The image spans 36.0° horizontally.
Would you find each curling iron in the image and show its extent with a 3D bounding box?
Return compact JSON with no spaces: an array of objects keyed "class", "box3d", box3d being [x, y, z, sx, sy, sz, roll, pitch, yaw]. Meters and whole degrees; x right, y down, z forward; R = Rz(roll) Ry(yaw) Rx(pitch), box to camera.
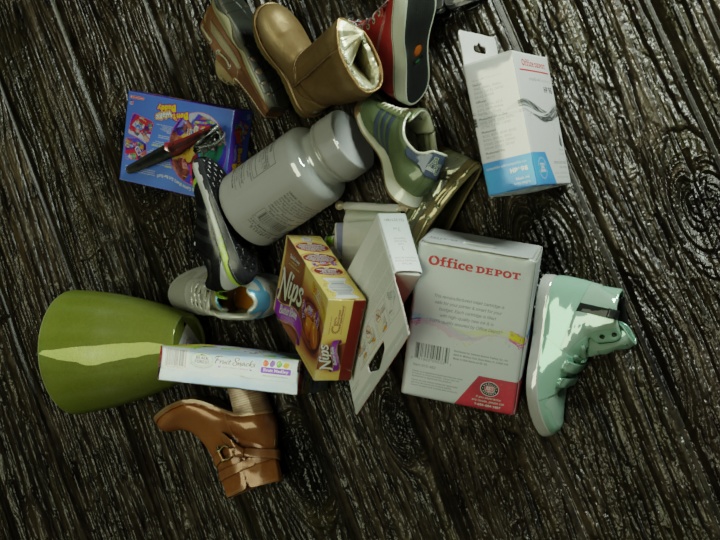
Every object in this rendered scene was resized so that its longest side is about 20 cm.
[{"class":"curling iron","box3d":[-0.270,-0.171,1.583,0.199,0.050,0.026,-11,122,38]}]

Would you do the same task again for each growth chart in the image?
[{"class":"growth chart","box3d":[0.000,0.000,1.506,0.144,0.018,0.201,12,101,34]}]

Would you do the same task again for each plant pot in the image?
[{"class":"plant pot","box3d":[-0.336,0.115,1.636,0.199,0.187,0.188,-5,93,22]}]

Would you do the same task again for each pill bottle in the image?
[{"class":"pill bottle","box3d":[-0.084,-0.127,1.490,0.200,0.114,0.115,-31,80,29]}]

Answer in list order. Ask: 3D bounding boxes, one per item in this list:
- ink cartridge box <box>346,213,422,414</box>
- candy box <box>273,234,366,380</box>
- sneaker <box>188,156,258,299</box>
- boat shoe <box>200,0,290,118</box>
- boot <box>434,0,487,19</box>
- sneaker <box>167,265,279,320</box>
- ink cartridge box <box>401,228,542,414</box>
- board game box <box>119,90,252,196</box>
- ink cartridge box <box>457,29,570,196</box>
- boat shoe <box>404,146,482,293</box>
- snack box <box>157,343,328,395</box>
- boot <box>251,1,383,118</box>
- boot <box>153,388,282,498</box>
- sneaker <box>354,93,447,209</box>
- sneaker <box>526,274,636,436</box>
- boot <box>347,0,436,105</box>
[{"class":"ink cartridge box","box3d":[0.025,0.056,1.377,0.200,0.043,0.174,119,144,-50]},{"class":"candy box","box3d":[-0.056,0.044,1.452,0.200,0.056,0.117,-128,44,-57]},{"class":"sneaker","box3d":[-0.211,-0.059,1.531,0.083,0.072,0.201,-24,75,22]},{"class":"boat shoe","box3d":[-0.164,-0.293,1.550,0.074,0.076,0.201,-38,68,33]},{"class":"boot","box3d":[0.062,-0.382,1.410,0.199,0.070,0.132,0,102,36]},{"class":"sneaker","box3d":[-0.205,0.032,1.597,0.199,0.081,0.077,-1,96,32]},{"class":"ink cartridge box","box3d":[0.139,0.060,1.368,0.145,0.083,0.201,10,107,14]},{"class":"board game box","box3d":[-0.258,-0.182,1.626,0.199,0.045,0.135,14,102,28]},{"class":"ink cartridge box","box3d":[0.185,-0.194,1.325,0.066,0.116,0.201,-11,90,31]},{"class":"boat shoe","box3d":[0.094,-0.055,1.421,0.063,0.073,0.201,28,101,30]},{"class":"snack box","box3d":[-0.156,0.134,1.515,0.199,0.142,0.053,5,89,15]},{"class":"boot","box3d":[-0.055,-0.288,1.422,0.176,0.066,0.200,60,159,-8]},{"class":"boot","box3d":[-0.206,0.256,1.625,0.199,0.077,0.156,-17,81,17]},{"class":"sneaker","box3d":[0.058,-0.174,1.395,0.090,0.067,0.201,-51,41,32]},{"class":"sneaker","box3d":[0.267,0.110,1.334,0.118,0.074,0.201,7,100,26]},{"class":"boot","box3d":[0.019,-0.320,1.401,0.144,0.072,0.201,31,140,26]}]
